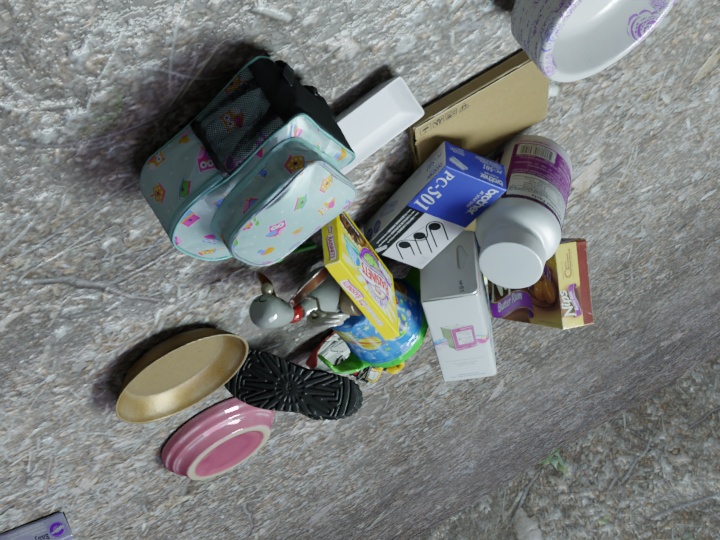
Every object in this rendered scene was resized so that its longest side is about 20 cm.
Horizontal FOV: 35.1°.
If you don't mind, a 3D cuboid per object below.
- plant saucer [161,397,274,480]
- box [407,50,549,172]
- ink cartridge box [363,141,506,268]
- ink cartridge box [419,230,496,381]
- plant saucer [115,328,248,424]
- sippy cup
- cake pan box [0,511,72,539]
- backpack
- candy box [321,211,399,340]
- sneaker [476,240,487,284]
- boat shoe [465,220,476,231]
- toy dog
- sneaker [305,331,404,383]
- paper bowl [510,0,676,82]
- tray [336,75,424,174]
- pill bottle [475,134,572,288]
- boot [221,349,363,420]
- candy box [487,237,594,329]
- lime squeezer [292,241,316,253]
[{"bbox_3d":[-0.221,0.275,1.832,0.200,0.051,0.201,-28,157,-13],"label":"plant saucer"},{"bbox_3d":[0.152,-0.193,1.443,0.199,0.021,0.164,-31,157,-7],"label":"box"},{"bbox_3d":[0.093,-0.081,1.471,0.094,0.044,0.200,19,141,-23],"label":"ink cartridge box"},{"bbox_3d":[0.141,0.043,1.653,0.084,0.145,0.201,-8,139,8],"label":"ink cartridge box"},{"bbox_3d":[-0.248,0.136,1.546,0.199,0.036,0.200,-28,157,-13],"label":"plant saucer"},{"bbox_3d":[0.011,0.057,1.625,0.139,0.179,0.130,-5,158,29],"label":"sippy cup"},{"bbox_3d":[-0.554,0.469,1.778,0.183,0.052,0.200,-14,150,-33],"label":"cake pan box"},{"bbox_3d":[-0.114,-0.091,1.145,0.199,0.154,0.176,-31,163,12],"label":"backpack"},{"bbox_3d":[0.000,0.000,1.459,0.026,0.103,0.200,-15,145,17],"label":"candy box"},{"bbox_3d":[0.174,-0.040,1.729,0.200,0.076,0.105,-45,138,20],"label":"sneaker"},{"bbox_3d":[0.150,-0.084,1.582,0.199,0.076,0.072,-25,157,-17],"label":"boat shoe"},{"bbox_3d":[-0.067,0.018,1.473,0.131,0.097,0.200,-4,-177,12],"label":"toy dog"},{"bbox_3d":[-0.002,0.136,1.805,0.199,0.082,0.078,-6,146,-44],"label":"sneaker"},{"bbox_3d":[0.252,-0.312,1.240,0.200,0.105,0.201,-27,155,-14],"label":"paper bowl"},{"bbox_3d":[-0.024,-0.148,1.306,0.200,0.022,0.107,-36,157,6],"label":"tray"},{"bbox_3d":[0.211,-0.075,1.486,0.112,0.112,0.201,118,-6,-49],"label":"pill bottle"},{"bbox_3d":[-0.099,0.176,1.693,0.158,0.210,0.080,89,18,-85],"label":"boot"},{"bbox_3d":[0.246,0.013,1.593,0.056,0.117,0.200,-9,-173,-23],"label":"candy box"},{"bbox_3d":[-0.109,-0.042,1.398,0.071,0.038,0.200,-63,158,-11],"label":"lime squeezer"}]
